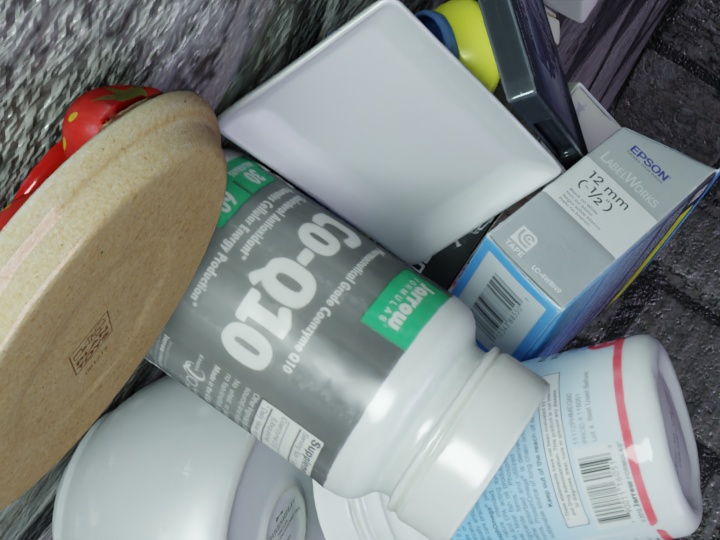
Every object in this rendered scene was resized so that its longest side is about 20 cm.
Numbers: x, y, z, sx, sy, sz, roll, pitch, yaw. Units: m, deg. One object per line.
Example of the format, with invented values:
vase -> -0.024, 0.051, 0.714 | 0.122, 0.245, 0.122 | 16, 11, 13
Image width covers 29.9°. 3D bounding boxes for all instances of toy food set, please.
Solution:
toy food set -> -0.119, 0.016, 0.505 | 0.201, 0.049, 0.198 | -56, 172, -4

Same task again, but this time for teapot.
teapot -> -0.105, 0.139, 0.772 | 0.200, 0.145, 0.199 | 30, 66, -66

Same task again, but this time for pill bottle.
pill bottle -> -0.015, 0.038, 0.662 | 0.113, 0.199, 0.113 | -55, 172, -12
pill bottle -> 0.079, 0.109, 0.748 | 0.199, 0.109, 0.109 | -15, -173, 20

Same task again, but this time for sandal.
sandal -> -0.005, -0.082, 0.764 | 0.087, 0.080, 0.200 | -3, 147, -32

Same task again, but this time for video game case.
video game case -> 0.089, -0.139, 0.751 | 0.019, 0.144, 0.200 | -18, 169, 16

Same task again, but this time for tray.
tray -> 0.020, -0.069, 0.698 | 0.107, 0.022, 0.200 | -33, 146, 17

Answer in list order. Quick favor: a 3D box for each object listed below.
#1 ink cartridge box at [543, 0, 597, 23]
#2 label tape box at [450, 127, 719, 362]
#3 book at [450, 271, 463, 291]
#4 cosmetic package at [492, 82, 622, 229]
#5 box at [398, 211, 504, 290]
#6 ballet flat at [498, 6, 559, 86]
ink cartridge box -> 0.155, -0.263, 0.895 | 0.147, 0.083, 0.200 | -57, 172, 4
label tape box -> 0.134, -0.011, 0.831 | 0.200, 0.066, 0.144 | -39, 166, -33
book -> 0.056, 0.005, 1.199 | 0.201, 0.133, 0.048 | -60, 170, 27
cosmetic package -> 0.115, -0.079, 1.004 | 0.073, 0.103, 0.200 | -52, -156, -12
box -> 0.000, 0.000, 0.883 | 0.158, 0.050, 0.200 | -56, -164, -6
ballet flat -> 0.113, -0.174, 1.010 | 0.072, 0.072, 0.200 | -55, 177, -8
